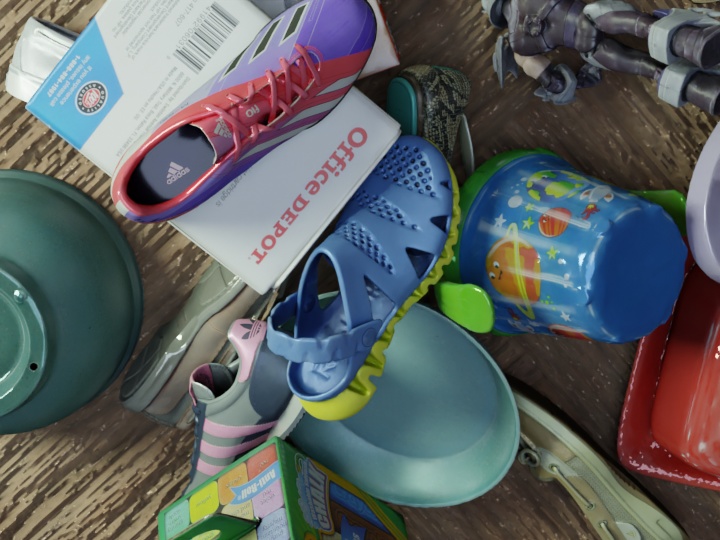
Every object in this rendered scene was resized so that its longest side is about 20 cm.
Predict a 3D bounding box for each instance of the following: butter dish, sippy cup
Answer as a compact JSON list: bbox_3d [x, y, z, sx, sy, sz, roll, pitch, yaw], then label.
[{"bbox_3d":[0.304,0.086,0.985,0.200,0.148,0.200,11,102,0],"label":"butter dish"},{"bbox_3d":[0.147,-0.010,0.952,0.140,0.130,0.178,42,77,-35],"label":"sippy cup"}]

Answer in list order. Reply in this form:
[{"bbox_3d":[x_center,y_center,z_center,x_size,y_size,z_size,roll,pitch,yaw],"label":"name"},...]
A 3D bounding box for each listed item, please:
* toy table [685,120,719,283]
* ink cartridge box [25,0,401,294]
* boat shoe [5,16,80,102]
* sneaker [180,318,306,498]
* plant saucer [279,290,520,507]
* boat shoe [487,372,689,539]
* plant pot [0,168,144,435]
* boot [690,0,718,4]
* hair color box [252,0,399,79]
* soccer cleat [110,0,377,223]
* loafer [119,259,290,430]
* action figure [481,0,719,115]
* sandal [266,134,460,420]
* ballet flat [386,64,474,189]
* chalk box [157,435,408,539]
[{"bbox_3d":[0.320,-0.070,0.920,0.184,0.117,0.200,43,70,-21],"label":"toy table"},{"bbox_3d":[-0.094,-0.103,0.921,0.200,0.084,0.146,39,95,-9],"label":"ink cartridge box"},{"bbox_3d":[-0.154,-0.134,0.998,0.200,0.072,0.069,18,103,7],"label":"boat shoe"},{"bbox_3d":[-0.099,0.109,1.024,0.082,0.070,0.200,32,122,-7],"label":"sneaker"},{"bbox_3d":[0.026,0.089,1.019,0.200,0.036,0.200,13,128,17],"label":"plant saucer"},{"bbox_3d":[0.161,0.158,1.046,0.201,0.073,0.063,42,96,-14],"label":"boat shoe"},{"bbox_3d":[-0.269,0.034,1.000,0.200,0.134,0.200,0,102,2],"label":"plant pot"},{"bbox_3d":[0.303,-0.251,0.916,0.200,0.138,0.077,-38,99,10],"label":"boot"},{"bbox_3d":[-0.056,-0.222,0.973,0.111,0.064,0.200,-20,102,6],"label":"hair color box"},{"bbox_3d":[-0.069,-0.097,0.843,0.200,0.073,0.068,-38,99,3],"label":"soccer cleat"},{"bbox_3d":[-0.100,0.039,1.036,0.063,0.072,0.200,35,108,-24],"label":"loafer"},{"bbox_3d":[0.164,-0.165,0.952,0.200,0.069,0.130,25,139,31],"label":"action figure"},{"bbox_3d":[0.000,0.000,0.910,0.079,0.087,0.200,19,82,35],"label":"sandal"},{"bbox_3d":[0.047,-0.052,1.004,0.075,0.068,0.200,-4,116,-30],"label":"ballet flat"},{"bbox_3d":[-0.063,0.214,0.986,0.125,0.124,0.200,-33,132,20],"label":"chalk box"}]
